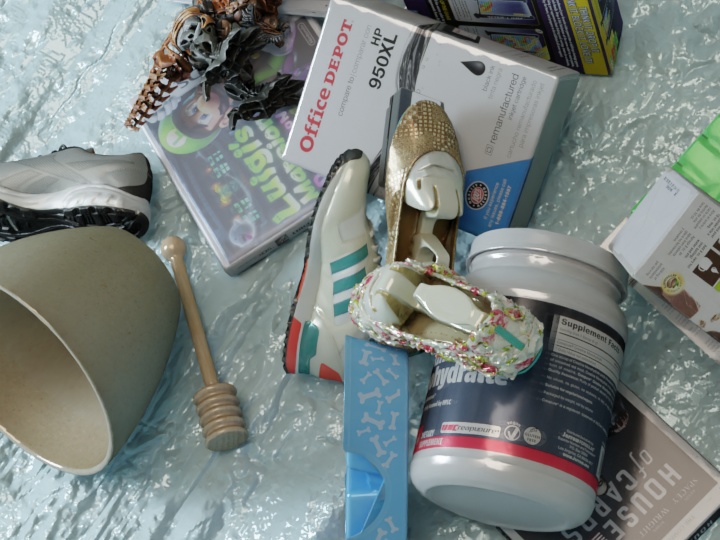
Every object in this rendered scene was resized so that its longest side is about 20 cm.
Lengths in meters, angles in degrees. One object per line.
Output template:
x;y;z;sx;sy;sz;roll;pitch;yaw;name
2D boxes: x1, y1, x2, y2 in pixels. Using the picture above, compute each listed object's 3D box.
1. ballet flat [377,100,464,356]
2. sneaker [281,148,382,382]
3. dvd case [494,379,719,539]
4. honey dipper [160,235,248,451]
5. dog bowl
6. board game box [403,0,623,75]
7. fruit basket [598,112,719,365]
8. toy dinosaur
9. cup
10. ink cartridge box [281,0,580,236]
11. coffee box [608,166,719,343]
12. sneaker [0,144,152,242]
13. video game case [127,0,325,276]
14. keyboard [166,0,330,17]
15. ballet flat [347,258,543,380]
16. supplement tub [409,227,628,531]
0.054;-0.030;1.598;0.065;0.070;0.200;18;106;62;ballet flat
0.000;0.001;1.653;0.093;0.070;0.200;14;112;1;sneaker
0.169;0.157;1.600;0.150;0.025;0.200;-44;62;-5;dvd case
-0.136;0.055;1.726;0.038;0.038;0.200;-22;62;7;honey dipper
0.012;0.146;1.575;0.049;0.112;0.200;1;111;0;dog bowl
0.116;-0.236;1.682;0.165;0.200;0.057;6;67;18;board game box
0.315;-0.016;1.606;0.200;0.094;0.185;41;91;6;fruit basket
-0.118;-0.192;1.785;0.200;0.102;0.136;-57;46;18;toy dinosaur
-0.230;0.044;1.690;0.200;0.200;0.143;28;52;25;cup
0.055;-0.124;1.674;0.200;0.084;0.145;21;103;15;ink cartridge box
0.287;0.021;1.503;0.200;0.113;0.080;36;98;-8;coffee box
-0.273;-0.071;1.806;0.200;0.074;0.079;3;60;11;sneaker
-0.083;-0.120;1.791;0.182;0.023;0.200;-33;63;2;video game case
-0.080;-0.252;1.836;0.200;0.011;0.056;9;57;28;keyboard
0.051;0.024;1.502;0.200;0.064;0.076;15;71;47;ballet flat
0.122;0.083;1.553;0.140;0.140;0.200;7;70;19;supplement tub
